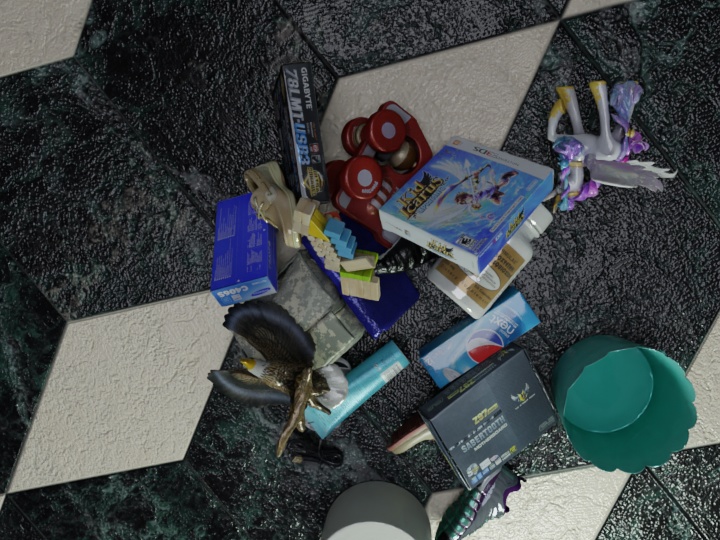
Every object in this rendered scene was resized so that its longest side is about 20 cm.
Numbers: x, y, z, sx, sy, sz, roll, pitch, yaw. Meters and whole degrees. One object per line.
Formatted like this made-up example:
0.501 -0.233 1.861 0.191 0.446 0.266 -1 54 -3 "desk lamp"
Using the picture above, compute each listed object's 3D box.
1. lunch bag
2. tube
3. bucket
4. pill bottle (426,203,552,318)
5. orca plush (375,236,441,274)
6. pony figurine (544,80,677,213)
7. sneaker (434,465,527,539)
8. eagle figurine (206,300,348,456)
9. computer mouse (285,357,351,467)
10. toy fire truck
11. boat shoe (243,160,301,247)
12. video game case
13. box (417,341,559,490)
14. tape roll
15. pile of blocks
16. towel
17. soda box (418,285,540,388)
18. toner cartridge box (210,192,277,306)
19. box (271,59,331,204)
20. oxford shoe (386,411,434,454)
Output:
-0.105 0.081 0.985 0.200 0.139 0.168 -40 99 10 "lunch bag"
-0.008 0.201 1.016 0.200 0.050 0.078 -38 107 -5 "tube"
0.412 0.206 0.956 0.205 0.135 0.209 1 98 5 "bucket"
0.209 -0.032 0.953 0.114 0.114 0.200 39 94 -1 "pill bottle"
0.099 -0.044 0.938 0.199 0.071 0.106 -22 120 -34 "orca plush"
0.376 -0.186 0.917 0.192 0.166 0.202 7 104 37 "pony figurine"
0.209 0.429 1.039 0.087 0.074 0.201 31 98 -4 "sneaker"
-0.130 0.146 0.877 0.151 0.200 0.152 -36 124 -22 "eagle figurine"
-0.063 0.245 1.048 0.109 0.044 0.202 12 94 -20 "computer mouse"
0.041 -0.156 0.958 0.167 0.112 0.201 32 80 -26 "toy fire truck"
-0.138 -0.101 0.928 0.064 0.201 0.072 -13 136 -13 "boat shoe"
0.158 -0.107 0.893 0.181 0.046 0.200 28 62 34 "video game case"
0.213 0.237 0.977 0.199 0.051 0.158 -34 108 -11 "box"
0.026 0.492 1.029 0.201 0.139 0.205 1 98 4 "tape roll"
-0.021 -0.040 0.842 0.082 0.062 0.200 -6 138 32 "pile of blocks"
0.000 0.000 0.972 0.200 0.148 0.049 53 133 1 "towel"
0.196 0.111 0.998 0.199 0.068 0.064 -36 93 9 "soda box"
-0.186 -0.041 0.960 0.094 0.201 0.043 -15 138 8 "toner cartridge box"
-0.094 -0.197 0.917 0.049 0.198 0.202 -10 96 -12 "box"
0.139 0.272 1.025 0.199 0.070 0.075 -32 96 8 "oxford shoe"
